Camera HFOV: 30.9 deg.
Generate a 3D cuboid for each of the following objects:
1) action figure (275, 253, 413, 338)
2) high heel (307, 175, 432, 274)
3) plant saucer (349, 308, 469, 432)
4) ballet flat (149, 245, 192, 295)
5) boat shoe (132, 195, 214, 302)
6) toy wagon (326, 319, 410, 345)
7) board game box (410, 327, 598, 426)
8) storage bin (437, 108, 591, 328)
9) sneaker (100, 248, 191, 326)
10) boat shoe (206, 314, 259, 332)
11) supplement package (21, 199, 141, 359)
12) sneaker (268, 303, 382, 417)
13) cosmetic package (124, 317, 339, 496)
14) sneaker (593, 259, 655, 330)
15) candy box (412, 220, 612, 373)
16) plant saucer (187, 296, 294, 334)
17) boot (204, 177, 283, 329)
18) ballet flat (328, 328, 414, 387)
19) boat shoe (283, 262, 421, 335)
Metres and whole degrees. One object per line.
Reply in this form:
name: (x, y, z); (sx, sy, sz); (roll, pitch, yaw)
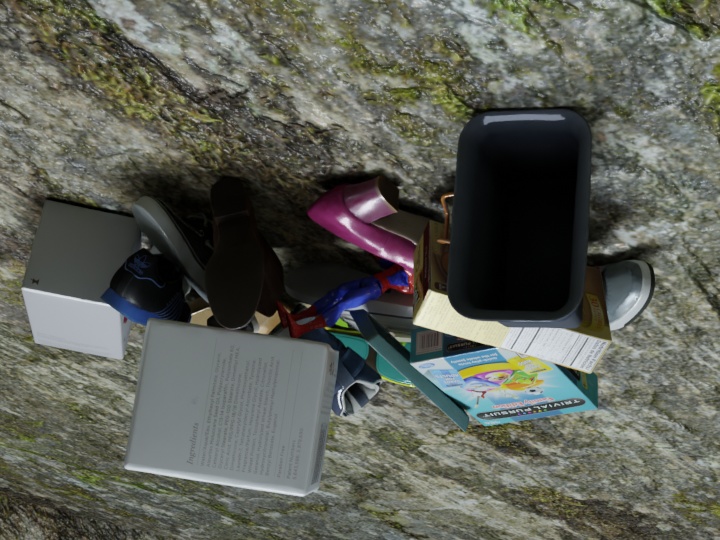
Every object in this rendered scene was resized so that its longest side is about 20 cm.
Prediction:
action figure: (0.000, 0.000, 1.491); (0.200, 0.065, 0.099); (-18, 116, -14)
high heel: (0.032, -0.030, 1.438); (0.096, 0.067, 0.200); (-17, 131, 29)
plant saucer: (0.061, 0.116, 1.537); (0.019, 0.070, 0.200); (-43, 123, 6)
ballet flat: (-0.239, 0.015, 1.647); (0.069, 0.070, 0.200); (15, 156, -12)
boat shoe: (-0.198, -0.035, 1.522); (0.071, 0.064, 0.200); (32, 164, 34)
toy wagon: (0.041, 0.058, 1.674); (0.200, 0.040, 0.155); (3, 156, 16)
board game box: (0.171, 0.116, 1.520); (0.151, 0.047, 0.200); (-13, 147, 28)
storage bin: (0.155, -0.034, 1.241); (0.145, 0.200, 0.134); (0, 164, 19)
sneaker: (-0.231, 0.024, 1.521); (0.070, 0.078, 0.200); (36, -179, 12)
boat shoe: (-0.159, 0.083, 1.624); (0.057, 0.067, 0.200); (-27, 164, -11)
supplement package: (-0.341, 0.016, 1.622); (0.120, 0.121, 0.200); (12, 157, -4)
sneaker: (-0.049, 0.114, 1.631); (0.146, 0.077, 0.202); (45, 175, -5)
cosmetic package: (-0.137, 0.151, 1.440); (0.200, 0.165, 0.165); (8, 174, 3)
sneaker: (0.229, 0.024, 1.477); (0.121, 0.084, 0.200); (10, 160, -26)
candy box: (0.155, 0.027, 1.358); (0.200, 0.116, 0.055); (15, 130, -10)
plant saucer: (-0.182, 0.074, 1.729); (0.200, 0.035, 0.200); (-15, 155, -8)
boot: (-0.123, 0.018, 1.474); (0.064, 0.187, 0.200); (-5, 152, 5)
ballet flat: (0.018, 0.114, 1.798); (0.200, 0.067, 0.067); (12, 178, 2)
boat shoe: (0.003, 0.041, 1.574); (0.200, 0.072, 0.066); (6, 127, 16)
